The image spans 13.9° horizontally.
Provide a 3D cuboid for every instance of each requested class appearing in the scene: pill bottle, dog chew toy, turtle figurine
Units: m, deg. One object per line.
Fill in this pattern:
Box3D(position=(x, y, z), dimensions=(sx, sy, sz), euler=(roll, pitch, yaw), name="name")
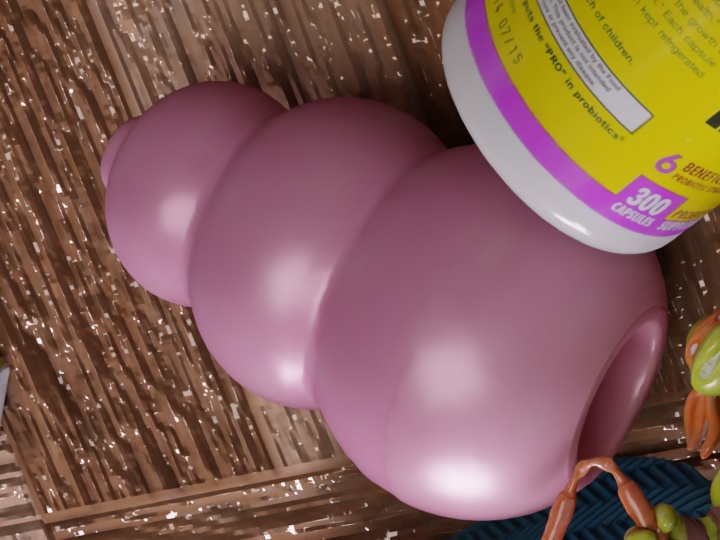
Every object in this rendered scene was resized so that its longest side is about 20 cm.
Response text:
Box3D(position=(0.124, -0.099, 0.886), dimensions=(0.104, 0.104, 0.200), euler=(48, 123, -2), name="pill bottle")
Box3D(position=(0.000, 0.000, 0.985), dimensions=(0.200, 0.124, 0.125), euler=(26, 122, 21), name="dog chew toy")
Box3D(position=(0.153, 0.061, 0.928), dimensions=(0.161, 0.064, 0.200), euler=(35, 84, 29), name="turtle figurine")

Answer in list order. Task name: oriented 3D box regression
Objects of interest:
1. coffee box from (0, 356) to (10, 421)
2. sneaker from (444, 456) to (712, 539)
Box3D(position=(-0.273, 0.119, 1.113), dimensions=(0.199, 0.200, 0.198), euler=(20, 119, 15), name="coffee box")
Box3D(position=(0.065, 0.131, 1.046), dimensions=(0.200, 0.077, 0.081), euler=(-31, 105, 39), name="sneaker")
